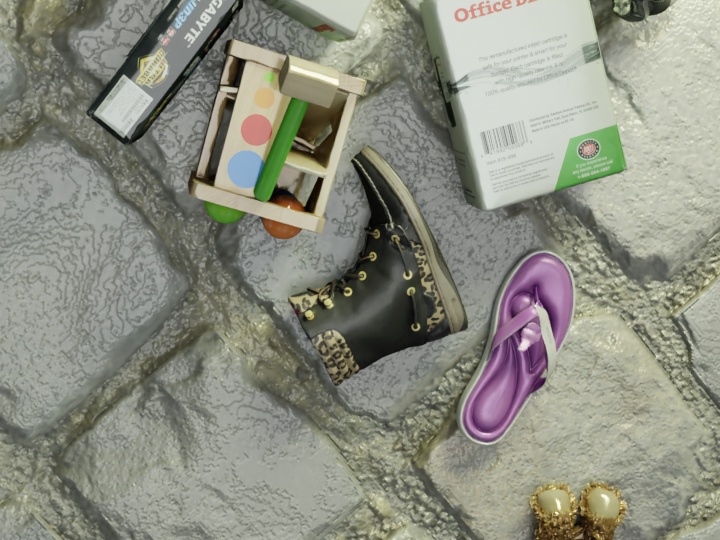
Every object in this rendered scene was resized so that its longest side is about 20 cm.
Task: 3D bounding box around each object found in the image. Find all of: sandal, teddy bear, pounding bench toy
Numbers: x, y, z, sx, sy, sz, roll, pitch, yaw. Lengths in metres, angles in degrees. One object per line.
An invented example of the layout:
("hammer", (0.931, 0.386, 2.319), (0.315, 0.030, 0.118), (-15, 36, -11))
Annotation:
("sandal", (0.160, 0.081, 1.337), (0.082, 0.050, 0.205), (20, 96, -10))
("teddy bear", (0.216, 0.311, 1.381), (0.143, 0.067, 0.203), (-16, 94, -14))
("pounding bench toy", (-0.077, -0.109, 1.200), (0.123, 0.200, 0.158), (16, 96, -10))

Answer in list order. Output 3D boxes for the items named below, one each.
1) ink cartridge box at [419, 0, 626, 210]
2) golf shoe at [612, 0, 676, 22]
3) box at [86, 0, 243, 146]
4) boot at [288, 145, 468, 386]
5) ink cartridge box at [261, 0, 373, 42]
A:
("ink cartridge box", (0.149, -0.174, 1.270), (0.145, 0.083, 0.203), (-15, 100, -5))
("golf shoe", (0.233, -0.327, 1.279), (0.088, 0.077, 0.202), (-24, 85, -45))
("box", (-0.164, -0.186, 1.176), (0.046, 0.200, 0.160), (37, 92, -9))
("boot", (0.000, 0.000, 1.295), (0.149, 0.073, 0.202), (-28, 107, -2))
("ink cartridge box", (-0.080, -0.285, 1.200), (0.198, 0.147, 0.084), (28, 94, -12))
